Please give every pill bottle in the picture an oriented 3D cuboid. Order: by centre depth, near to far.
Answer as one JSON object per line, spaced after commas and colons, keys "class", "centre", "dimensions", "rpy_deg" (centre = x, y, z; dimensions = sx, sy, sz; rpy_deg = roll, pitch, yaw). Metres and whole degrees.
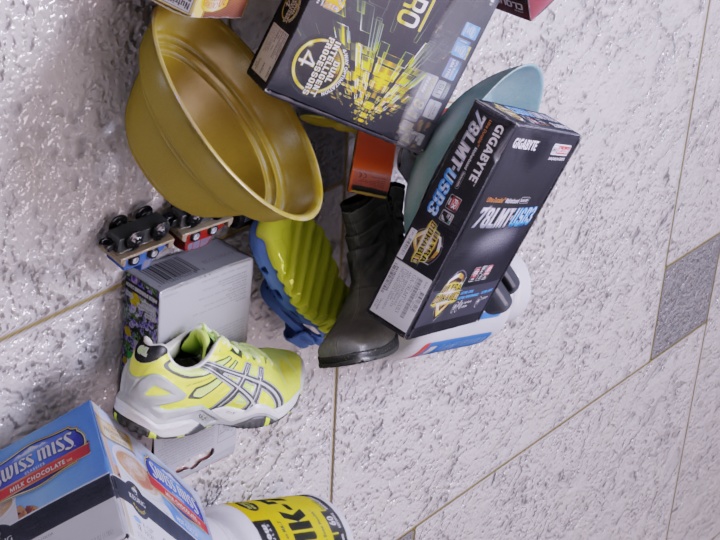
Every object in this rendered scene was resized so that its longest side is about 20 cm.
{"class": "pill bottle", "centre": [-0.105, 0.277, 1.454], "dimensions": [0.199, 0.114, 0.115], "rpy_deg": [3, 109, -53]}
{"class": "pill bottle", "centre": [0.084, 0.024, 1.539], "dimensions": [0.199, 0.112, 0.113], "rpy_deg": [-6, 117, -51]}

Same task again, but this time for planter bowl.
{"class": "planter bowl", "centre": [-0.122, -0.104, 1.176], "dimensions": [0.083, 0.202, 0.200], "rpy_deg": [-32, 151, 20]}

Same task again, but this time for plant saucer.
{"class": "plant saucer", "centre": [0.088, -0.097, 1.323], "dimensions": [0.201, 0.039, 0.202], "rpy_deg": [-49, 160, -24]}

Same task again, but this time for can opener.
{"class": "can opener", "centre": [0.102, -0.048, 1.439], "dimensions": [0.201, 0.066, 0.054], "rpy_deg": [54, 42, -25]}

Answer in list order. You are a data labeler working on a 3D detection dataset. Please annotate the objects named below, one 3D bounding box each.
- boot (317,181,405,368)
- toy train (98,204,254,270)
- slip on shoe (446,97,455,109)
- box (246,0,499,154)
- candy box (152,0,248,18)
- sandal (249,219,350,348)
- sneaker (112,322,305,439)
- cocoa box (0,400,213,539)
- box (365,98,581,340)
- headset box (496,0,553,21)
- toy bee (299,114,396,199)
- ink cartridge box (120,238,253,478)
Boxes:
{"class": "boot", "centre": [0.000, 0.000, 1.341], "dimensions": [0.200, 0.067, 0.132], "rpy_deg": [-42, 121, -64]}
{"class": "toy train", "centre": [-0.140, -0.041, 1.278], "dimensions": [0.199, 0.034, 0.046], "rpy_deg": [-23, 141, -44]}
{"class": "slip on shoe", "centre": [0.118, -0.114, 1.517], "dimensions": [0.199, 0.074, 0.062], "rpy_deg": [20, 52, -51]}
{"class": "box", "centre": [0.023, -0.210, 1.206], "dimensions": [0.160, 0.049, 0.201], "rpy_deg": [18, 107, -35]}
{"class": "candy box", "centre": [-0.089, -0.286, 1.113], "dimensions": [0.202, 0.056, 0.117], "rpy_deg": [-65, 171, 15]}
{"class": "sandal", "centre": [-0.057, 0.019, 1.377], "dimensions": [0.201, 0.086, 0.080], "rpy_deg": [58, 44, -47]}
{"class": "sneaker", "centre": [-0.113, 0.085, 1.268], "dimensions": [0.199, 0.075, 0.077], "rpy_deg": [-10, 120, -51]}
{"class": "cocoa box", "centre": [-0.210, 0.224, 1.234], "dimensions": [0.132, 0.132, 0.200], "rpy_deg": [-28, 142, 6]}
{"class": "box", "centre": [0.100, -0.044, 1.309], "dimensions": [0.200, 0.049, 0.200], "rpy_deg": [-61, 162, 13]}
{"class": "headset box", "centre": [0.101, -0.316, 1.308], "dimensions": [0.077, 0.148, 0.201], "rpy_deg": [-44, 140, -25]}
{"class": "toy bee", "centre": [0.024, -0.137, 1.363], "dimensions": [0.201, 0.130, 0.109], "rpy_deg": [-57, 171, -27]}
{"class": "ink cartridge box", "centre": [-0.153, 0.083, 1.324], "dimensions": [0.108, 0.050, 0.202], "rpy_deg": [-22, 129, -44]}
